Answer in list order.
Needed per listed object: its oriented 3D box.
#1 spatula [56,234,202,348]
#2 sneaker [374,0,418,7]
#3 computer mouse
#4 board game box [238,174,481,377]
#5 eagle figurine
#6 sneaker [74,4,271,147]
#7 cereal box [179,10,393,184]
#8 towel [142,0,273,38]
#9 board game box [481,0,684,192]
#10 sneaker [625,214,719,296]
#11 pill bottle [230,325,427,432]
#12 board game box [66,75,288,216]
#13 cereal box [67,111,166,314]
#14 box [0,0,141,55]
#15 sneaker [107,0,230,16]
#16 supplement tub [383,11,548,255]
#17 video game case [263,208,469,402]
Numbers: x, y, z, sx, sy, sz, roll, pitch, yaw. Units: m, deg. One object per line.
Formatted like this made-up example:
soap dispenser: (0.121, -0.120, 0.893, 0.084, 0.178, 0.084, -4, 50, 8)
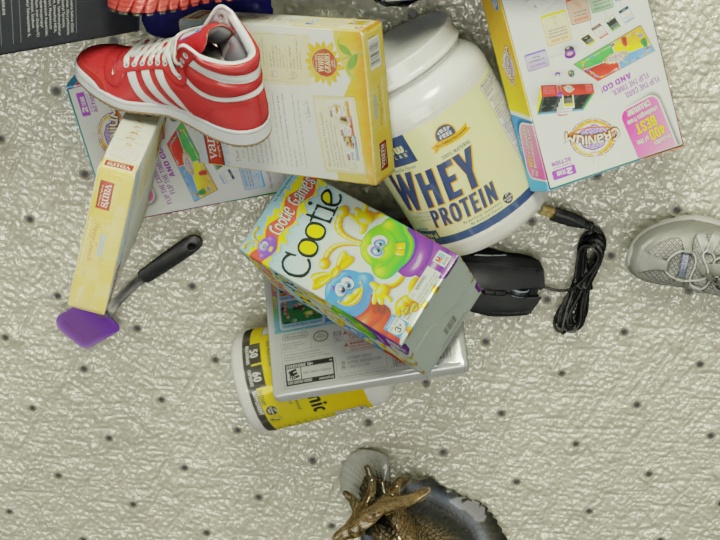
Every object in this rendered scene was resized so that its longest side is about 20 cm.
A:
spatula: (-0.246, 0.020, 1.559, 0.200, 0.021, 0.057, -37, 121, 17)
sneaker: (-0.003, -0.291, 1.341, 0.199, 0.111, 0.077, 1, 117, 3)
computer mouse: (0.157, -0.007, 1.509, 0.199, 0.046, 0.141, 17, 117, -5)
board game box: (0.000, 0.000, 1.414, 0.199, 0.103, 0.105, 29, 81, 26)
eagle figurine: (0.054, 0.307, 1.646, 0.151, 0.152, 0.200, 12, 162, 41)
sneaker: (-0.170, -0.190, 1.291, 0.199, 0.071, 0.113, 19, 141, 16)
cereal box: (-0.068, -0.161, 1.336, 0.199, 0.040, 0.145, 10, 120, 29)
towel: (-0.166, -0.323, 1.364, 0.147, 0.050, 0.201, -1, 119, 28)
board game box: (0.206, -0.190, 1.354, 0.152, 0.040, 0.201, -18, 99, -18)
sneaker: (0.371, -0.007, 1.477, 0.199, 0.082, 0.075, 2, 117, 2)
pill bottle: (-0.028, 0.096, 1.536, 0.199, 0.111, 0.112, -15, 115, 10)
board game box: (-0.176, -0.139, 1.458, 0.199, 0.040, 0.154, -9, 115, 8)
cereal box: (-0.222, -0.069, 1.353, 0.039, 0.200, 0.144, 15, 116, -4)
box: (-0.315, -0.266, 1.300, 0.199, 0.148, 0.105, -17, 121, -36)
sneaker: (-0.128, -0.279, 1.283, 0.199, 0.078, 0.083, -13, 109, -18)
supplement tub: (0.079, -0.130, 1.397, 0.145, 0.145, 0.200, -27, 112, 16)
video game case: (0.002, 0.031, 1.481, 0.199, 0.183, 0.024, -10, 156, 9)
